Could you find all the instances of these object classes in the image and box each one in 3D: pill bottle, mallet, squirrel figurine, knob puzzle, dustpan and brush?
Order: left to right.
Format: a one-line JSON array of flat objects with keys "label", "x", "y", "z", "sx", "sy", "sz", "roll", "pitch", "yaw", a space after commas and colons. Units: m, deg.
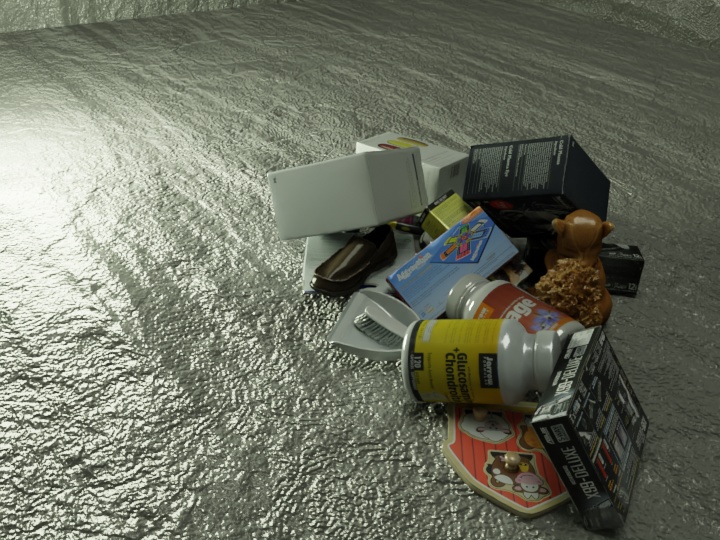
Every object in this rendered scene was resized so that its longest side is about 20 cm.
[{"label": "mallet", "x": 0.058, "y": -0.080, "z": 1.474, "sx": 0.199, "sy": 0.066, "sz": 0.041, "roll": 19, "pitch": 25, "yaw": -4}, {"label": "dustpan and brush", "x": 0.066, "y": 0.097, "z": 1.148, "sx": 0.199, "sy": 0.057, "sz": 0.140, "roll": 29, "pitch": 39, "yaw": 2}, {"label": "pill bottle", "x": 0.163, "y": 0.121, "z": 1.026, "sx": 0.198, "sy": 0.113, "sz": 0.112, "roll": -3, "pitch": 27, "yaw": 23}, {"label": "pill bottle", "x": 0.225, "y": 0.084, "z": 1.140, "sx": 0.112, "sy": 0.113, "sz": 0.200, "roll": -21, "pitch": 39, "yaw": -35}, {"label": "knob puzzle", "x": 0.203, "y": 0.229, "z": 0.979, "sx": 0.218, "sy": 0.031, "sz": 0.220, "roll": 3, "pitch": 31, "yaw": -2}, {"label": "squirrel figurine", "x": 0.341, "y": 0.008, "z": 1.203, "sx": 0.140, "sy": 0.188, "sz": 0.200, "roll": 10, "pitch": 31, "yaw": 10}]

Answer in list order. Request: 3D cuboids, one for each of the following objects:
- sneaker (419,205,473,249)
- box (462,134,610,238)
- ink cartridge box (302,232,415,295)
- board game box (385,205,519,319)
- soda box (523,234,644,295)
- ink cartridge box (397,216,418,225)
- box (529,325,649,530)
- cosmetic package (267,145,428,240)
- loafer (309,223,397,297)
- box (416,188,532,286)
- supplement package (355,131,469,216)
[{"label": "sneaker", "x": 0.191, "y": -0.098, "z": 1.419, "sx": 0.076, "sy": 0.116, "sz": 0.200, "roll": 44, "pitch": 44, "yaw": 16}, {"label": "box", "x": 0.304, "y": -0.137, "z": 1.312, "sx": 0.181, "sy": 0.105, "sz": 0.200, "roll": -1, "pitch": -18, "yaw": 38}, {"label": "ink cartridge box", "x": 0.000, "y": 0.000, "z": 1.323, "sx": 0.198, "sy": 0.041, "sz": 0.201, "roll": 2, "pitch": 32, "yaw": -1}, {"label": "board game box", "x": 0.149, "y": -0.007, "z": 1.237, "sx": 0.200, "sy": 0.019, "sz": 0.103, "roll": -37, "pitch": 78, "yaw": -11}, {"label": "soda box", "x": 0.390, "y": -0.012, "z": 1.354, "sx": 0.198, "sy": 0.071, "sz": 0.063, "roll": 7, "pitch": 26, "yaw": 5}, {"label": "ink cartridge box", "x": 0.016, "y": -0.133, "z": 1.545, "sx": 0.198, "sy": 0.042, "sz": 0.120, "roll": 6, "pitch": 30, "yaw": -1}, {"label": "box", "x": 0.288, "y": 0.186, "z": 0.940, "sx": 0.050, "sy": 0.158, "sz": 0.200, "roll": -21, "pitch": 16, "yaw": 36}, {"label": "cosmetic package", "x": -0.017, "y": -0.134, "z": 1.322, "sx": 0.198, "sy": 0.124, "sz": 0.200, "roll": -7, "pitch": 6, "yaw": 31}, {"label": "loafer", "x": -0.012, "y": -0.024, "z": 1.254, "sx": 0.073, "sy": 0.072, "sz": 0.200, "roll": 22, "pitch": 37, "yaw": 28}, {"label": "box", "x": 0.192, "y": -0.042, "z": 1.294, "sx": 0.200, "sy": 0.050, "sz": 0.075, "roll": 46, "pitch": 58, "yaw": 12}, {"label": "supplement package", "x": 0.097, "y": -0.187, "z": 1.497, "sx": 0.199, "sy": 0.110, "sz": 0.113, "roll": 22, "pitch": 32, "yaw": 32}]
